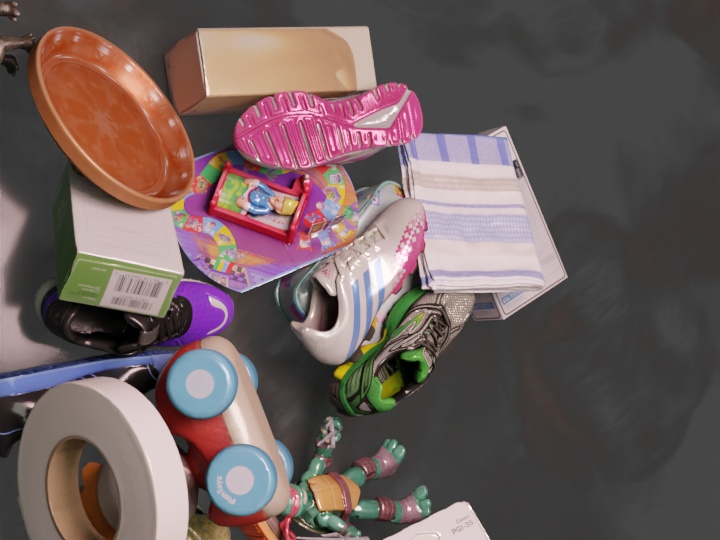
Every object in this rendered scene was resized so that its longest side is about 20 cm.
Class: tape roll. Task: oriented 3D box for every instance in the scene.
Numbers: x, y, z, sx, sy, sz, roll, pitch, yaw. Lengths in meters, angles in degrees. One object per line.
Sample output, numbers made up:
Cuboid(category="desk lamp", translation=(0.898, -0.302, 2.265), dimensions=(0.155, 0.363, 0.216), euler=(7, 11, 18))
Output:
Cuboid(category="tape roll", translation=(-0.230, 0.194, 1.056), dimensions=(0.037, 0.202, 0.204), euler=(-7, 91, -50))

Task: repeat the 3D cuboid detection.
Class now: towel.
Cuboid(category="towel", translation=(0.119, -0.066, 1.320), dimensions=(0.146, 0.024, 0.201), euler=(1, 62, -20))

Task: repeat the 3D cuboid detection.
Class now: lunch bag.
Cuboid(category="lunch bag", translation=(0.009, 0.017, 1.327), dimensions=(0.160, 0.077, 0.200), euler=(48, 66, -20))

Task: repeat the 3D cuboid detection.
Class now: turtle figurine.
Cuboid(category="turtle figurine", translation=(-0.021, 0.231, 1.266), dimensions=(0.199, 0.100, 0.151), euler=(3, 64, -46))

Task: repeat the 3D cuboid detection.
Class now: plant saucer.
Cuboid(category="plant saucer", translation=(-0.241, -0.143, 1.161), dimensions=(0.200, 0.032, 0.201), euler=(43, 27, -27))

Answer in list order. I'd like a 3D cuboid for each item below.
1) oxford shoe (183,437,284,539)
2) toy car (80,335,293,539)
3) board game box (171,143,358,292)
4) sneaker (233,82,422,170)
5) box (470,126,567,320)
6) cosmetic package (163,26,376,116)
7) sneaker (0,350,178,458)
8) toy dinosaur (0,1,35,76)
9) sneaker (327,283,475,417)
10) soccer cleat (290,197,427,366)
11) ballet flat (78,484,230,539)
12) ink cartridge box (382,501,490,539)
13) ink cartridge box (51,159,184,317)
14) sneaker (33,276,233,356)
Cuboid(category="oxford shoe", translation=(-0.120, 0.198, 1.246), dimensions=(0.073, 0.071, 0.201), euler=(-32, 102, -31))
Cuboid(category="toy car", translation=(-0.180, 0.173, 1.115), dimensions=(0.199, 0.184, 0.178), euler=(-23, 85, -1))
Cuboid(category="board game box", translation=(-0.097, -0.075, 1.247), dimensions=(0.199, 0.039, 0.159), euler=(-23, 73, -21))
Cuboid(category="sneaker", translation=(-0.039, -0.141, 1.251), dimensions=(0.199, 0.088, 0.082), euler=(-7, 85, -21))
Cuboid(category="box", translation=(0.152, -0.055, 1.422), dimensions=(0.116, 0.060, 0.201), euler=(-28, 101, -28))
Cuboid(category="cosmetic package", translation=(-0.094, -0.209, 1.267), dimensions=(0.199, 0.105, 0.072), euler=(-8, 88, -28))
Cuboid(category="sneaker", translation=(-0.266, 0.126, 1.171), dimensions=(0.199, 0.070, 0.078), euler=(-9, 94, -23))
Cuboid(category="toy dinosaur", translation=(-0.371, -0.224, 1.125), dimensions=(0.102, 0.077, 0.201), euler=(-23, 103, -42))
Cuboid(category="sneaker", translation=(0.060, 0.084, 1.261), dimensions=(0.200, 0.085, 0.078), euler=(-47, 116, -27))
Cuboid(category="soccer cleat", translation=(0.000, 0.000, 1.232), dimensions=(0.086, 0.070, 0.201), euler=(38, 73, -35))
Cuboid(category="ballet flat", translation=(-0.216, 0.241, 1.196), dimensions=(0.199, 0.071, 0.071), euler=(27, 74, -24))
Cuboid(category="ink cartridge box", translation=(0.041, 0.335, 1.249), dimensions=(0.146, 0.200, 0.083), euler=(-20, 67, -29))
Cuboid(category="ink cartridge box", translation=(-0.240, -0.047, 1.170), dimensions=(0.103, 0.201, 0.059), euler=(12, 125, -27))
Cuboid(category="sneaker", translation=(-0.210, 0.052, 1.177), dimensions=(0.199, 0.099, 0.070), euler=(1, 105, -27))
